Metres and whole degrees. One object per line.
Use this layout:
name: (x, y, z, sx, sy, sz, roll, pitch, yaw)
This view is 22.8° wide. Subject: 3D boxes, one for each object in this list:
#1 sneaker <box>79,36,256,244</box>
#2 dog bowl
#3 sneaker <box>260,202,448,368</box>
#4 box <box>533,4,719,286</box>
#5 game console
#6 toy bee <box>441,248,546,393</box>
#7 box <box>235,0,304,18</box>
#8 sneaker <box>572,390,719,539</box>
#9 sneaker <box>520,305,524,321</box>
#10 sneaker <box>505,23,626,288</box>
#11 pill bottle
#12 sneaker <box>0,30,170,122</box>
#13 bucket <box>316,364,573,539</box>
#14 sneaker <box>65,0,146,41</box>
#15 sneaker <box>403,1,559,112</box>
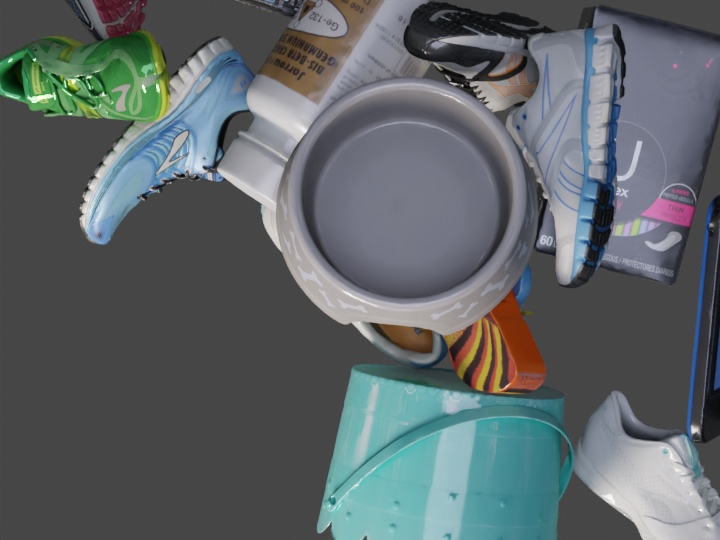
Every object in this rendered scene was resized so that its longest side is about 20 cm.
sneaker: (-0.154, -0.093, 1.467, 0.090, 0.078, 0.200, 41, 96, -7)
dog bowl: (0.035, -0.051, 1.321, 0.198, 0.059, 0.202, 0, 78, 1)
sneaker: (0.000, 0.000, 1.474, 0.200, 0.081, 0.077, 41, 98, -3)
box: (0.217, -0.103, 1.444, 0.121, 0.106, 0.202, 13, 97, 0)
game console: (0.352, 0.040, 1.460, 0.117, 0.170, 0.202, 7, 98, 27)
toy bee: (0.082, 0.014, 1.401, 0.130, 0.201, 0.108, 27, 140, -30)
box: (-0.113, -0.320, 1.415, 0.199, 0.047, 0.195, 13, 97, -27)
sneaker: (0.259, 0.176, 1.449, 0.200, 0.075, 0.089, 38, 123, 28)
sneaker: (0.074, -0.013, 1.477, 0.104, 0.076, 0.202, -11, 90, 3)
sneaker: (0.153, -0.088, 1.371, 0.086, 0.075, 0.202, 5, 94, 19)
pill bottle: (-0.026, -0.141, 1.425, 0.114, 0.114, 0.201, 32, 87, -3)
sneaker: (-0.220, -0.147, 1.408, 0.083, 0.199, 0.075, -23, 109, -39)
bucket: (0.071, 0.154, 1.437, 0.205, 0.207, 0.136, 7, 93, 0)
sneaker: (-0.247, -0.267, 1.453, 0.074, 0.081, 0.201, -28, 99, 34)
sneaker: (0.097, -0.161, 1.405, 0.073, 0.199, 0.081, 33, 109, 31)
